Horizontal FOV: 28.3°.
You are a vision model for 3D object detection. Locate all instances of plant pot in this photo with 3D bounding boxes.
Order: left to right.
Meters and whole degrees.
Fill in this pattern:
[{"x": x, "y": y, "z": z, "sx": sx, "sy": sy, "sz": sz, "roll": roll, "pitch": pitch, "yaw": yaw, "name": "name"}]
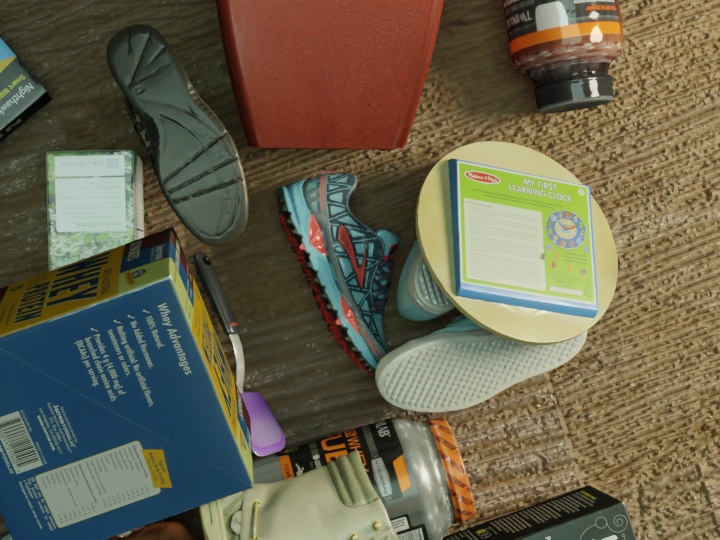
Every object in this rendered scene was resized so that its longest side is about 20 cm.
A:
[{"x": -0.030, "y": -0.198, "z": 1.265, "sx": 0.200, "sy": 0.200, "sz": 0.176, "roll": 0, "pitch": 99, "yaw": -3, "name": "plant pot"}]

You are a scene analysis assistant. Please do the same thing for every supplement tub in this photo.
[{"x": -0.005, "y": 0.205, "z": 1.278, "sx": 0.200, "sy": 0.123, "sz": 0.123, "roll": -17, "pitch": 89, "yaw": -5, "name": "supplement tub"}, {"x": 0.184, "y": -0.249, "z": 1.313, "sx": 0.107, "sy": 0.107, "sz": 0.200, "roll": -8, "pitch": 88, "yaw": -4, "name": "supplement tub"}]

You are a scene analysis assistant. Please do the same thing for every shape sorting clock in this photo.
[{"x": 0.140, "y": -0.026, "z": 1.271, "sx": 0.200, "sy": 0.039, "sz": 0.200, "roll": 9, "pitch": 65, "yaw": -20, "name": "shape sorting clock"}]

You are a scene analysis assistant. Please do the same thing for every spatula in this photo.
[{"x": -0.116, "y": 0.075, "z": 1.317, "sx": 0.021, "sy": 0.057, "sz": 0.200, "roll": -23, "pitch": 81, "yaw": 32, "name": "spatula"}]

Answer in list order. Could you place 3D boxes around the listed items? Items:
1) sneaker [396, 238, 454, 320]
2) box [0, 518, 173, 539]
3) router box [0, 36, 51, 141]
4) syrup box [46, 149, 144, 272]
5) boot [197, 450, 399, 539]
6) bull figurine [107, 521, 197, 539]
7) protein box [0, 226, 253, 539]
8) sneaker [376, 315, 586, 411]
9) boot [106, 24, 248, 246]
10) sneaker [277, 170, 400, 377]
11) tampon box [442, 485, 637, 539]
[{"x": 0.089, "y": -0.035, "z": 1.321, "sx": 0.074, "sy": 0.082, "sz": 0.200, "roll": 43, "pitch": 62, "yaw": -8, "name": "sneaker"}, {"x": -0.255, "y": 0.287, "z": 1.299, "sx": 0.200, "sy": 0.044, "sz": 0.160, "roll": -40, "pitch": 91, "yaw": -4, "name": "box"}, {"x": -0.406, "y": -0.152, "z": 1.301, "sx": 0.200, "sy": 0.051, "sz": 0.149, "roll": -42, "pitch": 92, "yaw": -4, "name": "router box"}, {"x": -0.237, "y": -0.007, "z": 1.292, "sx": 0.079, "sy": 0.081, "sz": 0.200, "roll": -2, "pitch": 91, "yaw": -3, "name": "syrup box"}, {"x": -0.039, "y": 0.250, "z": 1.154, "sx": 0.155, "sy": 0.072, "sz": 0.200, "roll": -16, "pitch": 57, "yaw": -5, "name": "boot"}, {"x": -0.186, "y": 0.276, "z": 1.192, "sx": 0.121, "sy": 0.200, "sz": 0.065, "roll": -2, "pitch": 110, "yaw": -3, "name": "bull figurine"}, {"x": -0.215, "y": 0.102, "z": 1.186, "sx": 0.200, "sy": 0.135, "sz": 0.199, "roll": -20, "pitch": 109, "yaw": 0, "name": "protein box"}, {"x": 0.101, "y": 0.072, "z": 1.302, "sx": 0.200, "sy": 0.082, "sz": 0.074, "roll": -13, "pitch": 110, "yaw": -16, "name": "sneaker"}, {"x": -0.157, "y": -0.112, "z": 1.265, "sx": 0.073, "sy": 0.151, "sz": 0.200, "roll": -30, "pitch": 89, "yaw": -5, "name": "boot"}, {"x": 0.000, "y": 0.000, "z": 1.308, "sx": 0.095, "sy": 0.079, "sz": 0.200, "roll": -24, "pitch": 90, "yaw": -6, "name": "sneaker"}, {"x": 0.153, "y": 0.300, "z": 1.282, "sx": 0.200, "sy": 0.126, "sz": 0.150, "roll": -18, "pitch": 90, "yaw": -5, "name": "tampon box"}]
